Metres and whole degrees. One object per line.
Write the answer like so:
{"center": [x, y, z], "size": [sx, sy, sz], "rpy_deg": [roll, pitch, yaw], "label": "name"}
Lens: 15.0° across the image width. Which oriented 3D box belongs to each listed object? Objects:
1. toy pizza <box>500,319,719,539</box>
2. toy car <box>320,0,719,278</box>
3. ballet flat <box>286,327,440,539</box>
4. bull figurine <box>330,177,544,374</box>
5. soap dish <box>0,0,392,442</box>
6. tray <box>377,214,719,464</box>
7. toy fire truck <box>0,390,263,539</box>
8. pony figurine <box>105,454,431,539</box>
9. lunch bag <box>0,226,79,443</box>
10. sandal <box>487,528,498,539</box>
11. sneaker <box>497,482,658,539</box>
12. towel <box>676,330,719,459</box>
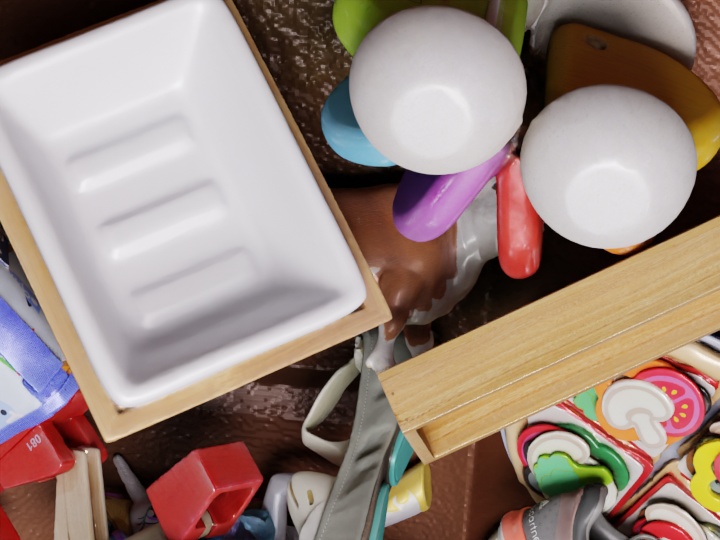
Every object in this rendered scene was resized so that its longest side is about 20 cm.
{"center": [0.163, 0.107, 1.467], "size": [0.199, 0.032, 0.201], "rpy_deg": [18, 136, 18], "label": "toy pizza"}
{"center": [0.069, -0.073, 1.327], "size": [0.199, 0.175, 0.150], "rpy_deg": [23, 124, -8], "label": "toy car"}
{"center": [-0.006, 0.110, 1.440], "size": [0.063, 0.201, 0.068], "rpy_deg": [13, 141, 8], "label": "ballet flat"}
{"center": [0.000, 0.000, 1.428], "size": [0.199, 0.122, 0.065], "rpy_deg": [1, 162, 15], "label": "bull figurine"}
{"center": [-0.098, -0.028, 1.356], "size": [0.157, 0.201, 0.081], "rpy_deg": [-23, 165, -16], "label": "soap dish"}
{"center": [0.110, 0.032, 1.357], "size": [0.199, 0.099, 0.037], "rpy_deg": [-24, 75, 2], "label": "tray"}
{"center": [-0.160, 0.124, 1.506], "size": [0.200, 0.049, 0.141], "rpy_deg": [-43, 72, 27], "label": "toy fire truck"}
{"center": [-0.058, 0.198, 1.539], "size": [0.198, 0.166, 0.195], "rpy_deg": [-3, 89, 13], "label": "pony figurine"}
{"center": [-0.241, 0.011, 1.411], "size": [0.170, 0.124, 0.200], "rpy_deg": [47, 154, -20], "label": "lunch bag"}
{"center": [0.096, 0.233, 1.509], "size": [0.080, 0.201, 0.054], "rpy_deg": [-6, 163, 8], "label": "sandal"}
{"center": [0.158, 0.200, 1.475], "size": [0.082, 0.077, 0.200], "rpy_deg": [-33, 103, 24], "label": "sneaker"}
{"center": [0.235, 0.070, 1.471], "size": [0.147, 0.050, 0.201], "rpy_deg": [-18, 118, 25], "label": "towel"}
